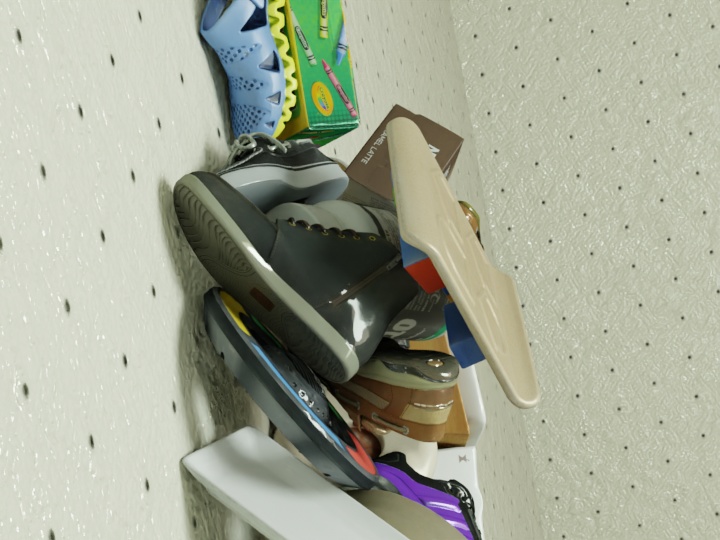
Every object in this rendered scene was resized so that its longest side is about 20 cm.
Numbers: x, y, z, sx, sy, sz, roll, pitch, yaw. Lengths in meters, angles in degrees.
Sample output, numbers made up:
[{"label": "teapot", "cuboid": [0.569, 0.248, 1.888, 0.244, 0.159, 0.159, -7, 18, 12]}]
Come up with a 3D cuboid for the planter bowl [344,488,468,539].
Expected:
[{"label": "planter bowl", "cuboid": [0.001, 0.291, 1.204, 0.135, 0.198, 0.202, -39, 122, -47]}]

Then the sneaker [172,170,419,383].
[{"label": "sneaker", "cuboid": [-0.051, -0.018, 1.210, 0.200, 0.075, 0.106, 47, 61, -6]}]

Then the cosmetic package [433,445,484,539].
[{"label": "cosmetic package", "cuboid": [0.066, 0.251, 1.597, 0.200, 0.080, 0.114, 117, -32, -72]}]

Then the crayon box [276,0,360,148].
[{"label": "crayon box", "cuboid": [-0.064, -0.217, 1.450, 0.118, 0.058, 0.203, -18, -100, 63]}]

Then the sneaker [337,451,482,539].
[{"label": "sneaker", "cuboid": [0.075, 0.223, 1.271, 0.200, 0.070, 0.099, 44, 44, 6]}]

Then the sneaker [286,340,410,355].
[{"label": "sneaker", "cuboid": [-0.047, 0.059, 1.432, 0.199, 0.087, 0.077, 32, 50, -42]}]

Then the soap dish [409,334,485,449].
[{"label": "soap dish", "cuboid": [0.068, 0.109, 1.580, 0.200, 0.080, 0.159, 89, -12, -75]}]

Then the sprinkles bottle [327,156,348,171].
[{"label": "sprinkles bottle", "cuboid": [-0.051, -0.077, 1.512, 0.200, 0.067, 0.069, -19, 98, -79]}]

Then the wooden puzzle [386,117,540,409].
[{"label": "wooden puzzle", "cuboid": [0.073, -0.003, 1.266, 0.201, 0.046, 0.186, 54, 17, -31]}]

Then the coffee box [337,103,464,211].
[{"label": "coffee box", "cuboid": [0.024, -0.050, 1.540, 0.115, 0.079, 0.201, -56, 170, -35]}]

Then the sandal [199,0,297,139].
[{"label": "sandal", "cuboid": [-0.108, -0.210, 1.376, 0.086, 0.079, 0.203, -9, 97, -42]}]

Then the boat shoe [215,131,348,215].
[{"label": "boat shoe", "cuboid": [-0.084, -0.082, 1.320, 0.068, 0.074, 0.199, 51, 33, 14]}]

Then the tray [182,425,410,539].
[{"label": "tray", "cuboid": [-0.032, 0.188, 1.131, 0.022, 0.199, 0.107, -62, 162, 19]}]

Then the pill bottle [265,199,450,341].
[{"label": "pill bottle", "cuboid": [0.000, 0.000, 1.350, 0.199, 0.112, 0.115, 8, 70, -49]}]

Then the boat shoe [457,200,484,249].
[{"label": "boat shoe", "cuboid": [0.097, -0.011, 1.575, 0.068, 0.072, 0.200, -55, 172, -13]}]

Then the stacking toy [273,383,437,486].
[{"label": "stacking toy", "cuboid": [-0.010, 0.210, 1.416, 0.201, 0.144, 0.147, 96, -4, -46]}]

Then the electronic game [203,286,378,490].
[{"label": "electronic game", "cuboid": [-0.054, 0.092, 1.216, 0.200, 0.042, 0.200, 49, 1, -1]}]

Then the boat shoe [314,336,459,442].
[{"label": "boat shoe", "cuboid": [0.009, 0.096, 1.263, 0.199, 0.075, 0.075, 11, -78, 63]}]
